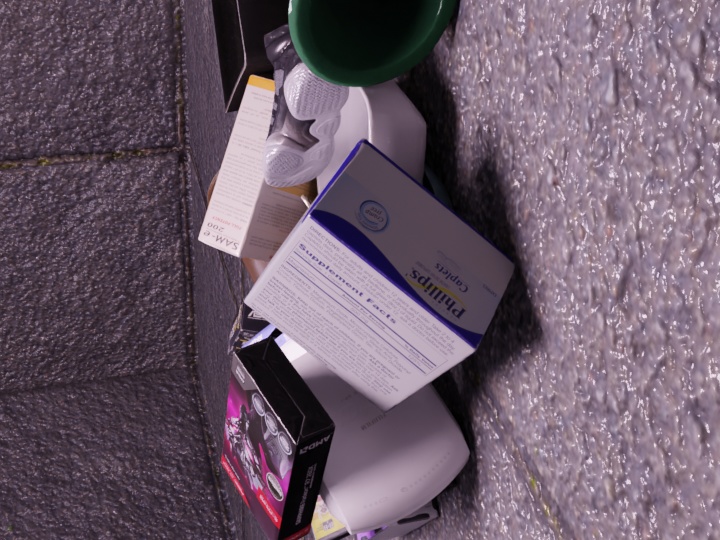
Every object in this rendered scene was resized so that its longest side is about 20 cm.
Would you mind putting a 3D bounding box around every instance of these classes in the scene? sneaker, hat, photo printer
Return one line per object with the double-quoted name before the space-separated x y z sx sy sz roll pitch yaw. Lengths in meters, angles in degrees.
"sneaker" -0.066 -0.182 0.998 0.201 0.074 0.115 119 143 -54
"hat" -0.010 -0.294 0.915 0.177 0.197 0.168 53 145 43
"photo printer" 0.009 0.165 1.007 0.201 0.165 0.070 56 167 24

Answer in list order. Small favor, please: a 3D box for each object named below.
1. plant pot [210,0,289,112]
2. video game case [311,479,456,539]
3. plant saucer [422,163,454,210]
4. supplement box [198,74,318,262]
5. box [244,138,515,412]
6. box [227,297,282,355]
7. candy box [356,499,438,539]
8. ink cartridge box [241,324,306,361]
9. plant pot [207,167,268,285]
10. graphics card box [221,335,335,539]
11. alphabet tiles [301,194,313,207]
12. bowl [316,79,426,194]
"plant pot" -0.085 -0.327 1.172 0.199 0.174 0.204 154 108 -73
"video game case" 0.002 0.202 1.115 0.199 0.025 0.183 -32 63 28
"plant saucer" 0.069 -0.022 1.023 0.200 0.027 0.204 174 90 -75
"supplement box" -0.101 -0.113 1.124 0.073 0.125 0.203 21 94 32
"box" 0.013 0.013 0.879 0.105 0.183 0.200 -55 6 -32
"box" -0.068 0.089 1.236 0.161 0.197 0.050 127 149 -68
"candy box" 0.024 0.233 1.208 0.168 0.070 0.203 119 141 -65
"ink cartridge box" -0.052 0.145 1.111 0.119 0.042 0.202 -38 70 22
"plant pot" -0.089 -0.046 1.302 0.201 0.197 0.200 106 146 -53
"graphics card box" -0.089 0.180 0.969 0.126 0.050 0.202 51 144 31
"alphabet tiles" 0.000 0.000 1.090 0.201 0.006 0.166 55 -175 11
"bowl" 0.011 -0.120 1.005 0.200 0.073 0.203 -119 28 -54
